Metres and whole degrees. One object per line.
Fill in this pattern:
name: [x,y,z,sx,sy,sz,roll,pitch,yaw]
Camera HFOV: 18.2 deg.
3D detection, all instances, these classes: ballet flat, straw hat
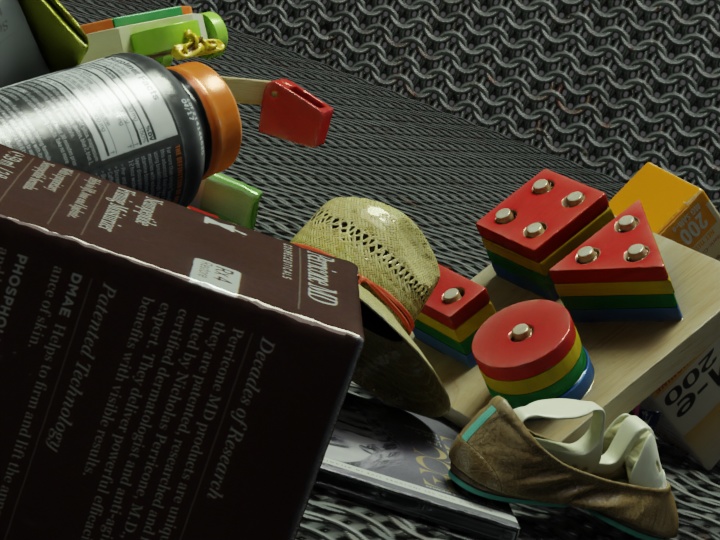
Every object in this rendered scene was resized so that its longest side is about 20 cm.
ballet flat: [0.140,0.118,1.396,0.200,0.073,0.068,19,11,-36]
straw hat: [0.000,0.000,1.458,0.201,0.085,0.201,34,-17,12]

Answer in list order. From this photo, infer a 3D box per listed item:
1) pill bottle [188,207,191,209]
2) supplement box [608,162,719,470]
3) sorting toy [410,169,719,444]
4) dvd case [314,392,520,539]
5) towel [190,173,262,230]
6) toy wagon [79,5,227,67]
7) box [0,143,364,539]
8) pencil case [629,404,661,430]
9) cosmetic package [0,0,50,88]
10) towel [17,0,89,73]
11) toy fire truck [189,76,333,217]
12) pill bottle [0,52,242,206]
pill bottle: [-0.166,-0.007,1.435,0.200,0.112,0.111,26,12,34]
supplement box: [0.238,0.036,1.674,0.200,0.126,0.073,49,-8,-35]
sorting toy: [0.129,0.021,1.520,0.199,0.200,0.070,28,-30,52]
dvd case: [0.016,0.113,1.406,0.148,0.016,0.200,18,11,-8]
towel: [-0.172,-0.044,1.621,0.199,0.149,0.031,22,55,7]
toy wagon: [-0.165,-0.151,1.526,0.155,0.040,0.200,-17,6,-39]
box: [-0.118,0.056,1.051,0.199,0.165,0.166,18,10,-5]
pencil case: [0.133,0.073,1.612,0.090,0.094,0.200,15,11,-23]
cosmetic package: [-0.307,-0.107,1.386,0.200,0.165,0.165,26,-30,39]
towel: [-0.215,-0.140,1.405,0.086,0.018,0.200,47,-23,-2]
toy fire truck: [-0.133,-0.084,1.533,0.199,0.142,0.049,20,10,5]
pill bottle: [-0.165,-0.066,1.322,0.200,0.107,0.106,-22,36,-39]
